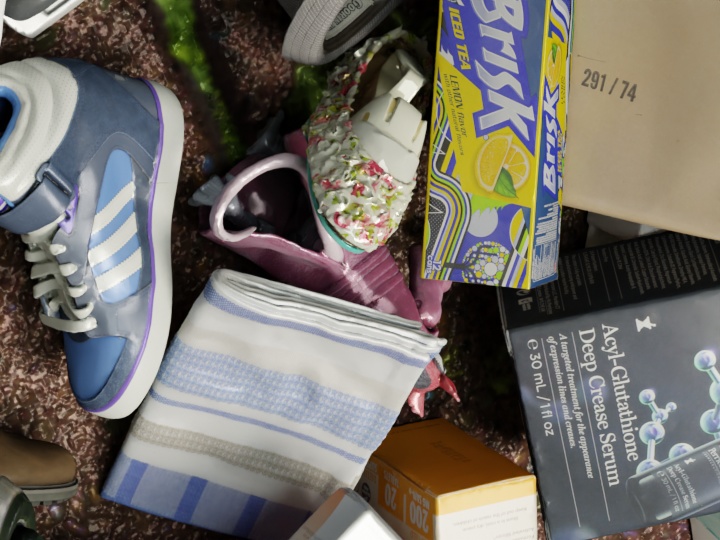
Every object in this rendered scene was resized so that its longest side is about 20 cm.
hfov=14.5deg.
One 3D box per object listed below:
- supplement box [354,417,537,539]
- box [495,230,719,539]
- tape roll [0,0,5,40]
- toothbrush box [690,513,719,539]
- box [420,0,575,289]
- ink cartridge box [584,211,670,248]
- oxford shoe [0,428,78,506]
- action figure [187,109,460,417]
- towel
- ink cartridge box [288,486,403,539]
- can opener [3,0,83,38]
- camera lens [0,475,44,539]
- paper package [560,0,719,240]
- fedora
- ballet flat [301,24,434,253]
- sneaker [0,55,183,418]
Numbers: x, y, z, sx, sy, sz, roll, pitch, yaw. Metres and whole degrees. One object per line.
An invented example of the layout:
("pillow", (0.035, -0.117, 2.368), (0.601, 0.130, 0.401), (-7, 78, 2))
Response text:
("supplement box", (0.052, 0.208, 1.761), (0.073, 0.126, 0.202), (-10, 108, -24))
("box", (0.193, 0.063, 1.732), (0.198, 0.107, 0.149), (-12, 111, 3))
("tape roll", (-0.292, -0.148, 1.515), (0.201, 0.071, 0.204), (-7, 107, -26))
("toothbrush box", (0.292, 0.108, 1.881), (0.146, 0.085, 0.201), (-21, 113, -22))
("box", (0.081, -0.094, 1.641), (0.064, 0.070, 0.202), (-17, 112, -71))
("ink cartridge box", (0.215, -0.076, 1.800), (0.114, 0.068, 0.202), (2, 103, -28))
("oxford shoe", (-0.239, 0.079, 1.605), (0.199, 0.073, 0.085), (23, 91, -31))
("action figure", (0.000, 0.000, 1.665), (0.134, 0.149, 0.200), (-40, 98, -8))
("towel", (-0.054, 0.087, 1.660), (0.146, 0.024, 0.201), (17, 130, -17))
("ink cartridge box", (-0.023, 0.251, 1.647), (0.200, 0.050, 0.162), (-44, 115, -3))
("can opener", (-0.123, -0.200, 1.590), (0.200, 0.067, 0.054), (-38, 118, -13))
("camera lens", (-0.276, 0.181, 1.525), (0.198, 0.160, 0.161), (7, 103, 3))
("paper package", (0.176, -0.126, 1.682), (0.103, 0.199, 0.192), (-8, 110, -55))
("fedora", (0.006, -0.214, 1.616), (0.090, 0.177, 0.200), (44, 101, 7))
("ballet flat", (0.009, -0.085, 1.622), (0.075, 0.200, 0.064), (38, 115, -19))
("sneaker", (-0.180, -0.020, 1.591), (0.146, 0.080, 0.202), (5, 95, -40))
